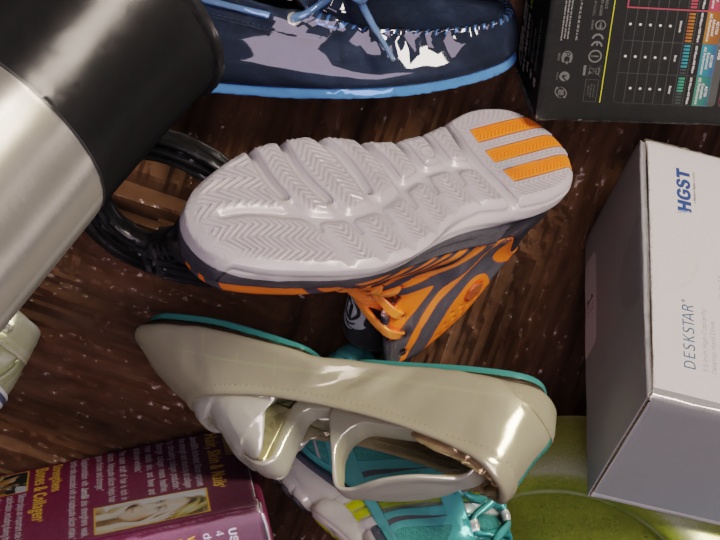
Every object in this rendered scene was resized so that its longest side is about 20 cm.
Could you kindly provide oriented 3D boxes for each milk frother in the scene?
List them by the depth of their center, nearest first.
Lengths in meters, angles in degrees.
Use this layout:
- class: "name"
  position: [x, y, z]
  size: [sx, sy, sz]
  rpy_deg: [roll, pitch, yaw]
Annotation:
- class: "milk frother"
  position: [-0.138, -0.015, 0.866]
  size: [0.200, 0.180, 0.188]
  rpy_deg: [44, 66, -16]

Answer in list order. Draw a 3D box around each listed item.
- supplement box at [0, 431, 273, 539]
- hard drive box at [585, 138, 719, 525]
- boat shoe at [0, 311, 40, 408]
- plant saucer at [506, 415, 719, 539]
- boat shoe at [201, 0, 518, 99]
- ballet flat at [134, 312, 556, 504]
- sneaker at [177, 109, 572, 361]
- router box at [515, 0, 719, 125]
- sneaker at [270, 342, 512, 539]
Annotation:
- class: "supplement box"
  position: [-0.134, 0.152, 0.945]
  size: [0.200, 0.131, 0.103]
  rpy_deg: [-12, 102, -4]
- class: "hard drive box"
  position: [0.207, 0.040, 0.947]
  size: [0.200, 0.156, 0.077]
  rpy_deg: [14, 137, -9]
- class: "boat shoe"
  position: [-0.235, -0.004, 0.947]
  size: [0.200, 0.072, 0.062]
  rpy_deg: [39, 69, -14]
- class: "plant saucer"
  position: [0.100, 0.167, 0.969]
  size: [0.200, 0.031, 0.200]
  rpy_deg: [5, 101, 28]
- class: "boat shoe"
  position: [-0.028, -0.115, 0.934]
  size: [0.200, 0.084, 0.069]
  rpy_deg: [-2, 112, -8]
- class: "ballet flat"
  position: [-0.016, 0.064, 0.915]
  size: [0.200, 0.069, 0.070]
  rpy_deg: [8, 100, 23]
- class: "sneaker"
  position: [0.000, 0.000, 0.923]
  size: [0.200, 0.078, 0.112]
  rpy_deg: [-11, 143, -35]
- class: "router box"
  position: [0.156, -0.163, 0.929]
  size: [0.150, 0.062, 0.200]
  rpy_deg: [2, 118, -7]
- class: "sneaker"
  position: [0.034, 0.106, 0.940]
  size: [0.200, 0.077, 0.080]
  rpy_deg: [40, 95, 31]
